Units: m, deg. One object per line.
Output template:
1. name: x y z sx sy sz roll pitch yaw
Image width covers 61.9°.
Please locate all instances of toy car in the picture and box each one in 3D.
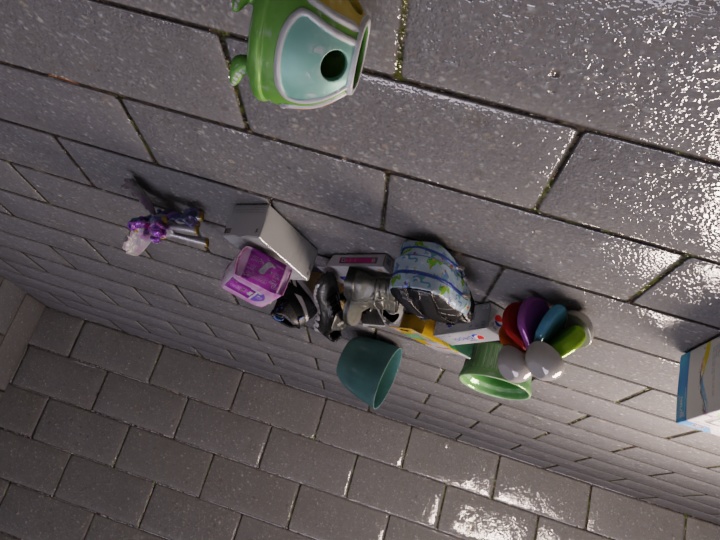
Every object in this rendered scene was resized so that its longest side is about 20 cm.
1. toy car: 0.364 0.128 1.236 0.153 0.173 0.199 59 151 -4

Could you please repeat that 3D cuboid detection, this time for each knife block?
1. knife block: -0.063 0.047 1.489 0.196 0.066 0.175 24 158 -13

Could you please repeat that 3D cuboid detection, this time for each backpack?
1. backpack: 0.133 0.027 1.191 0.159 0.159 0.198 11 180 31

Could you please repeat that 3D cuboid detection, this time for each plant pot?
1. plant pot: 0.019 0.303 1.882 0.158 0.204 0.202 24 162 18

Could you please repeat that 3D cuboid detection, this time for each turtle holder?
1. turtle holder: -0.054 -0.266 0.640 0.128 0.191 0.141 17 -169 3

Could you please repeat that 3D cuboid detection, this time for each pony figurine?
1. pony figurine: -0.459 -0.104 1.367 0.193 0.172 0.193 2 167 -1

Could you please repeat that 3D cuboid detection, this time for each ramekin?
1. ramekin: 0.369 0.267 1.615 0.194 0.100 0.201 16 159 6

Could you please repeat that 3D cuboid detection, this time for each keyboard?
1. keyboard: 0.023 0.115 1.522 0.054 0.011 0.200 -1 -171 -5

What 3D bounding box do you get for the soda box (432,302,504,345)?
1. soda box: 0.259 0.129 1.416 0.067 0.065 0.199 26 158 -23

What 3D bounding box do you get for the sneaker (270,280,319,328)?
1. sneaker: -0.193 0.050 1.443 0.201 0.112 0.073 48 149 1

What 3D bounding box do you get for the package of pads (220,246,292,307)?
1. package of pads: -0.233 0.017 1.313 0.118 0.078 0.199 26 162 -15

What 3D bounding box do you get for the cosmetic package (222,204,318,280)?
1. cosmetic package: -0.194 -0.059 1.318 0.110 0.083 0.200 5 154 31

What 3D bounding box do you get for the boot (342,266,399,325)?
1. boot: 0.028 0.076 1.350 0.127 0.069 0.202 15 146 9

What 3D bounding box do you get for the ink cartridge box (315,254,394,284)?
1. ink cartridge box: 0.000 0.000 1.360 0.196 0.038 0.094 -1 152 37

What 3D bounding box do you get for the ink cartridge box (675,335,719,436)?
1. ink cartridge box: 0.721 0.224 1.140 0.142 0.150 0.201 15 159 7

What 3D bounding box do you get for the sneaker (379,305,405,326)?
1. sneaker: 0.070 0.099 1.475 0.073 0.084 0.201 15 159 8

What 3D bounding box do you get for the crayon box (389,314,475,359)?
1. crayon box: 0.186 0.164 1.559 0.196 0.053 0.125 27 167 -23

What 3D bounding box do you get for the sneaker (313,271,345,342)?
1. sneaker: -0.064 0.092 1.410 0.090 0.066 0.204 40 143 31
